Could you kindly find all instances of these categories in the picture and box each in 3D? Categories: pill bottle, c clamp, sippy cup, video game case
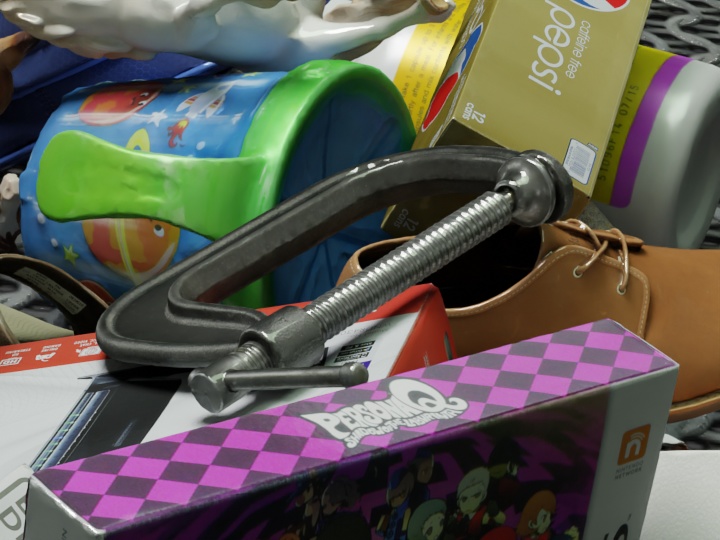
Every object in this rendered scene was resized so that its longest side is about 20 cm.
[{"bbox_3d":[0.063,-0.067,1.244,0.199,0.105,0.104,17,26,19],"label":"pill bottle"},{"bbox_3d":[0.000,0.000,0.928,0.170,0.027,0.200,-3,23,44],"label":"c clamp"},{"bbox_3d":[-0.061,-0.022,1.096,0.130,0.178,0.140,8,51,28],"label":"sippy cup"},{"bbox_3d":[-0.009,0.116,0.740,0.199,0.182,0.036,-12,33,-39],"label":"video game case"}]

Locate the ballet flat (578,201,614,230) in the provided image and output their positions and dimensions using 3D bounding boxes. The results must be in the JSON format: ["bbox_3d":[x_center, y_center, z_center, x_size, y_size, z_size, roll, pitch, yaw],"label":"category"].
[{"bbox_3d":[0.089,0.033,1.097,0.067,0.068,0.200,15,35,6],"label":"ballet flat"}]

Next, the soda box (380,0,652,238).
[{"bbox_3d":[0.071,-0.083,1.115,0.064,0.068,0.200,29,41,-5],"label":"soda box"}]

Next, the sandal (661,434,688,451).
[{"bbox_3d":[0.055,0.072,0.955,0.206,0.079,0.059,5,66,-1],"label":"sandal"}]

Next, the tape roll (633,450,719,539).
[{"bbox_3d":[0.153,0.101,0.850,0.202,0.037,0.203,9,-18,3],"label":"tape roll"}]

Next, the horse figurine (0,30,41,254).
[{"bbox_3d":[-0.201,-0.108,1.160,0.200,0.133,0.050,34,42,16],"label":"horse figurine"}]

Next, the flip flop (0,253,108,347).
[{"bbox_3d":[-0.125,0.026,1.041,0.199,0.058,0.081,18,26,28],"label":"flip flop"}]

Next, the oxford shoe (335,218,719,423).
[{"bbox_3d":[0.086,0.012,1.001,0.199,0.071,0.071,-6,43,-13],"label":"oxford shoe"}]

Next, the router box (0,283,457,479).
[{"bbox_3d":[-0.080,0.073,0.888,0.199,0.049,0.180,-8,20,17],"label":"router box"}]

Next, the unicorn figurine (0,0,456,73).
[{"bbox_3d":[-0.057,-0.111,1.081,0.137,0.074,0.200,-18,-32,38],"label":"unicorn figurine"}]

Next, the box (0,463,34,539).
[{"bbox_3d":[-0.151,0.139,0.713,0.060,0.117,0.200,49,32,1],"label":"box"}]

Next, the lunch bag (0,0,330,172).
[{"bbox_3d":[-0.122,-0.117,1.224,0.200,0.133,0.136,-23,6,38],"label":"lunch bag"}]
